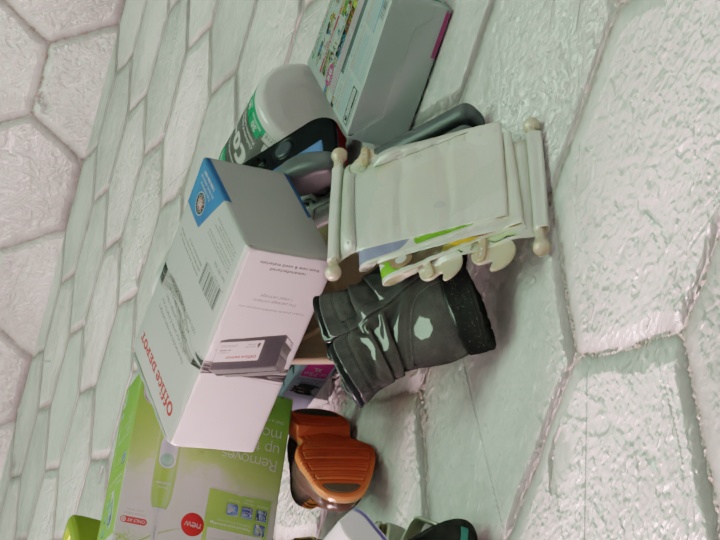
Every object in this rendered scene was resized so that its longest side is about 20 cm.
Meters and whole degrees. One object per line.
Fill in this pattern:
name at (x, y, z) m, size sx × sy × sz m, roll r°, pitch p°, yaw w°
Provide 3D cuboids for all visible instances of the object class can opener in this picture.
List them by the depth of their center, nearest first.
can opener at (0.014, -0.087, 1.474) m, size 0.199 × 0.066 × 0.053 m, roll -22°, pitch 45°, yaw 28°

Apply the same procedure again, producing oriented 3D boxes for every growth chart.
growth chart at (0.056, -0.051, 1.341) m, size 0.199 × 0.018 × 0.145 m, roll -9°, pitch 56°, yaw 27°

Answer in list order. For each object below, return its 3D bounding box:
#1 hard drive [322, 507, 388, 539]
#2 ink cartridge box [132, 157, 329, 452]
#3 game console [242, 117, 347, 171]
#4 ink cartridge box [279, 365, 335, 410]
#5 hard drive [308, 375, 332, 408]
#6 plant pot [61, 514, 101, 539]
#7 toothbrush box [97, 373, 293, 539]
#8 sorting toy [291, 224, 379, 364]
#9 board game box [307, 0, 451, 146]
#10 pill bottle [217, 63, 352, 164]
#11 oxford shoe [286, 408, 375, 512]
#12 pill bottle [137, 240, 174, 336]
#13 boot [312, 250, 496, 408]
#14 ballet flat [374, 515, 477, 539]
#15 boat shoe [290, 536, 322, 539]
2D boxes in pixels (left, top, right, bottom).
hard drive at (0.001, 0.272, 1.329) m, size 0.132 × 0.025 × 0.200 m, roll 49°, pitch 146°, yaw 11°
ink cartridge box at (-0.111, 0.030, 1.463) m, size 0.201 × 0.084 × 0.145 m, roll -66°, pitch 30°, yaw 26°
game console at (-0.086, -0.049, 1.664) m, size 0.176 × 0.031 × 0.200 m, roll -26°, pitch 39°, yaw 18°
ink cartridge box at (-0.068, 0.078, 1.696) m, size 0.200 × 0.042 × 0.120 m, roll 121°, pitch 151°, yaw -53°
hard drive at (-0.050, 0.040, 1.771) m, size 0.132 × 0.026 × 0.201 m, roll 153°, pitch 127°, yaw -68°
plant pot at (-0.243, 0.402, 1.877) m, size 0.199 × 0.181 × 0.201 m, roll -125°, pitch 49°, yaw -67°
toothbrush box at (-0.153, 0.204, 1.578) m, size 0.086 × 0.145 × 0.201 m, roll 135°, pitch 147°, yaw -63°
sorting toy at (0.000, 0.000, 1.498) m, size 0.200 × 0.036 × 0.186 m, roll -6°, pitch 57°, yaw 45°
board game box at (0.015, -0.225, 1.686) m, size 0.200 × 0.064 × 0.148 m, roll -115°, pitch 42°, yaw -60°
pill bottle at (-0.087, -0.119, 1.844) m, size 0.200 × 0.113 × 0.114 m, roll 126°, pitch 150°, yaw -52°
oxford shoe at (-0.028, 0.186, 1.566) m, size 0.200 × 0.071 × 0.073 m, roll -119°, pitch 34°, yaw -75°
pill bottle at (-0.147, 0.012, 1.765) m, size 0.114 × 0.114 × 0.200 m, roll -59°, pitch 6°, yaw 46°
boot at (0.020, 0.003, 1.372) m, size 0.070 × 0.131 × 0.200 m, roll 60°, pitch -167°, yaw -46°
ballet flat at (0.035, 0.228, 1.348) m, size 0.200 × 0.068 × 0.069 m, roll -25°, pitch 45°, yaw 56°
boat shoe at (-0.043, 0.271, 1.537) m, size 0.200 × 0.070 × 0.071 m, roll 154°, pitch 129°, yaw -66°
